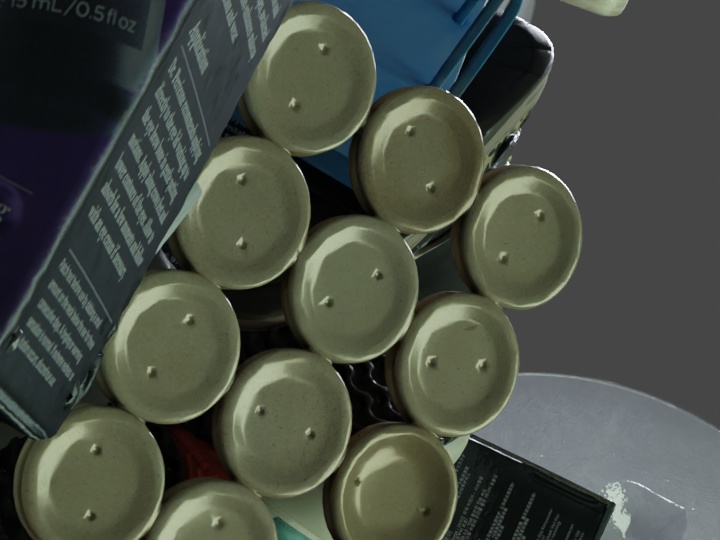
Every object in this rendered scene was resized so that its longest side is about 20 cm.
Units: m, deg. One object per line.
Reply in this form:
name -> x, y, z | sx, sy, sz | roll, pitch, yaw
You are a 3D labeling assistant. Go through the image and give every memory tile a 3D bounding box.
memory tile -> -0.016, 0.028, 0.869 | 0.017, 0.153, 0.201 | 10, -111, 60

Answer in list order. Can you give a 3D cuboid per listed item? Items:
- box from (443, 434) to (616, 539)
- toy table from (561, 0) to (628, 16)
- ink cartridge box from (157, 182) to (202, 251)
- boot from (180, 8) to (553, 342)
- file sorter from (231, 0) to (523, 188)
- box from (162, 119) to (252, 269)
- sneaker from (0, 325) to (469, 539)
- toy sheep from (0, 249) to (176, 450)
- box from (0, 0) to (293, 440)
box -> 0.016, 0.187, 1.073 | 0.164, 0.086, 0.201 | 103, 13, -67
toy table -> 0.038, -0.177, 1.282 | 0.200, 0.184, 0.117 | -52, 164, 28
ink cartridge box -> -0.151, 0.051, 0.782 | 0.200, 0.044, 0.174 | -38, -169, 30
boot -> 0.000, 0.000, 1.032 | 0.200, 0.073, 0.151 | -47, 157, -39
file sorter -> 0.006, -0.153, 0.952 | 0.123, 0.138, 0.201 | -52, -169, 43
box -> -0.044, -0.089, 1.136 | 0.197, 0.123, 0.200 | -68, 173, 30
sneaker -> -0.055, 0.085, 0.925 | 0.199, 0.070, 0.094 | -19, 148, -29
toy sheep -> -0.122, 0.033, 0.960 | 0.138, 0.137, 0.200 | -60, 157, -27
box -> -0.090, -0.087, 0.577 | 0.201, 0.147, 0.104 | -63, 174, -9
